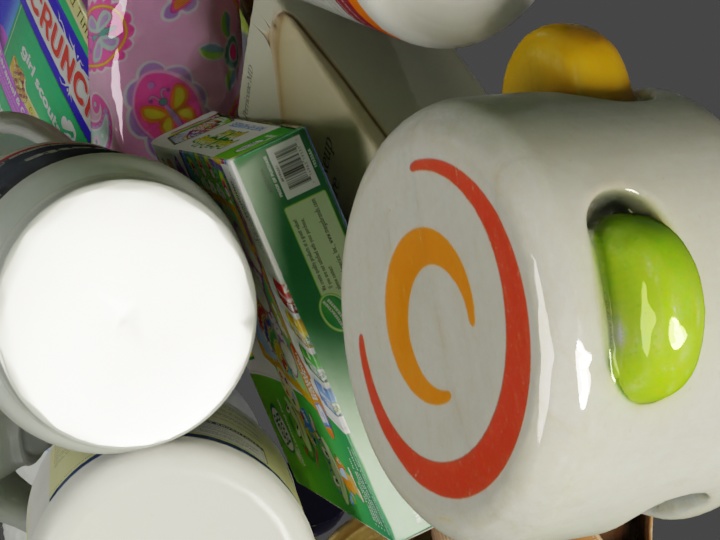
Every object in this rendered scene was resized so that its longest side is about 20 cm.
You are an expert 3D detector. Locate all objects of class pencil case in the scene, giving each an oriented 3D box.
[{"bbox_3d":[-0.101,-0.110,1.580,0.087,0.087,0.202,18,112,62],"label":"pencil case"}]

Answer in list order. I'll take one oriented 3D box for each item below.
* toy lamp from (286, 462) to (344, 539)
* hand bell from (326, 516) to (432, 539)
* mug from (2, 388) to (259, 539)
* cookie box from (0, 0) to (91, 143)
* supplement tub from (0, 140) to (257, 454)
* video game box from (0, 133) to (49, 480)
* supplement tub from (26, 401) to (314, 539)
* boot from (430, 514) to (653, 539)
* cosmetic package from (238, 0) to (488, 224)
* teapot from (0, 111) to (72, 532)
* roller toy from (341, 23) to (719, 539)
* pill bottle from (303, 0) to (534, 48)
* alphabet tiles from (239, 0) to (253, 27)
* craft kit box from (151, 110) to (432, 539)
[{"bbox_3d":[-0.042,0.202,1.725,0.058,0.058,0.201,52,149,40],"label":"toy lamp"},{"bbox_3d":[0.048,0.224,1.539,0.104,0.104,0.201,39,150,52],"label":"hand bell"},{"bbox_3d":[-0.129,0.148,1.804,0.200,0.147,0.176,-45,53,29],"label":"mug"},{"bbox_3d":[-0.151,-0.111,1.742,0.172,0.075,0.200,65,154,18],"label":"cookie box"},{"bbox_3d":[-0.130,0.011,1.430,0.200,0.139,0.141,-161,58,-74],"label":"supplement tub"},{"bbox_3d":[-0.161,0.045,1.705,0.200,0.047,0.183,36,130,35],"label":"video game box"},{"bbox_3d":[-0.099,0.140,1.512,0.200,0.144,0.146,-124,22,-80],"label":"supplement tub"},{"bbox_3d":[0.100,0.158,1.377,0.201,0.073,0.155,67,151,10],"label":"boot"},{"bbox_3d":[0.019,-0.050,1.419,0.200,0.073,0.104,55,151,34],"label":"cosmetic package"},{"bbox_3d":[-0.205,0.035,1.609,0.200,0.145,0.199,76,-155,-72],"label":"teapot"},{"bbox_3d":[0.088,0.016,1.229,0.200,0.139,0.183,55,139,40],"label":"roller toy"},{"bbox_3d":[-0.002,-0.171,1.343,0.200,0.109,0.110,29,131,58],"label":"pill bottle"},{"bbox_3d":[-0.050,-0.198,1.557,0.201,0.008,0.167,63,153,22],"label":"alphabet tiles"},{"bbox_3d":[-0.029,0.022,1.457,0.201,0.048,0.197,67,171,-10],"label":"craft kit box"}]
